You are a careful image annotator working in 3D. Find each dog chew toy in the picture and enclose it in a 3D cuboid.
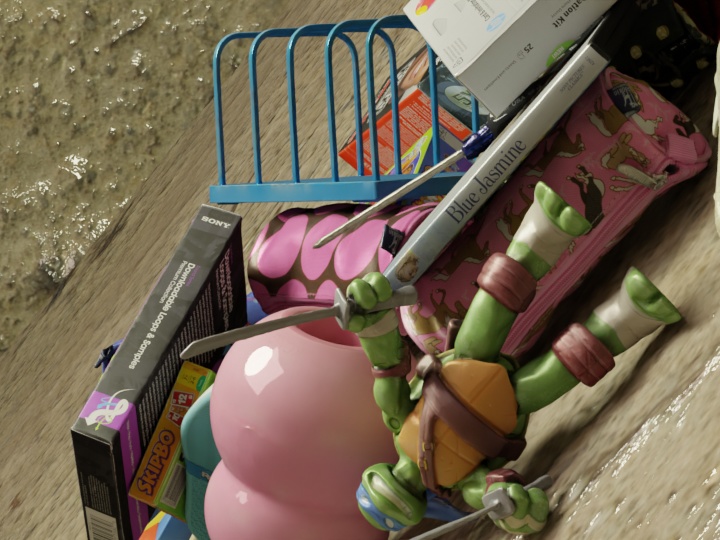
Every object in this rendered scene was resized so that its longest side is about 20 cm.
[{"bbox_3d":[-0.032,0.125,1.447,0.125,0.124,0.201,-90,11,-72],"label":"dog chew toy"}]

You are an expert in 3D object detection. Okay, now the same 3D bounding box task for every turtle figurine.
[{"bbox_3d":[0.057,0.054,1.296,0.194,0.200,0.144,-47,46,4],"label":"turtle figurine"}]

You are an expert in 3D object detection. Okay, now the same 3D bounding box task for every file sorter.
[{"bbox_3d":[0.003,-0.110,1.779,0.199,0.138,0.124,2,96,54],"label":"file sorter"}]

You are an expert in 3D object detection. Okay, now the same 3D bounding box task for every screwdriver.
[{"bbox_3d":[0.052,-0.060,1.566,0.200,0.029,0.028,-37,-17,18],"label":"screwdriver"}]

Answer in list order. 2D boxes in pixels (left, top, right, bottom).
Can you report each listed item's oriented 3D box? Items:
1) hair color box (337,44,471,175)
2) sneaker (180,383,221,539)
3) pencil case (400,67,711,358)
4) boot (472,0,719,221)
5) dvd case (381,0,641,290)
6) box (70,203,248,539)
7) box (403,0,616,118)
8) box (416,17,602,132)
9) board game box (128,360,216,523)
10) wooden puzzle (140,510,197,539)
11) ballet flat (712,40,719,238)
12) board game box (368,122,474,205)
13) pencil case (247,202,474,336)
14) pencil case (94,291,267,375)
[{"bbox_3d":[0.069,-0.146,2.073,0.200,0.061,0.102,-36,19,54],"label":"hair color box"},{"bbox_3d":[-0.058,0.093,1.687,0.131,0.079,0.200,-57,-9,-34],"label":"sneaker"},{"bbox_3d":[0.109,-0.022,1.471,0.200,0.083,0.086,-48,-9,20],"label":"pencil case"},{"bbox_3d":[0.147,-0.096,1.573,0.154,0.073,0.204,-41,17,36],"label":"boot"},{"bbox_3d":[0.083,-0.068,1.468,0.200,0.018,0.143,-49,2,21],"label":"dvd case"},{"bbox_3d":[-0.131,0.074,1.720,0.143,0.036,0.201,90,-156,-52],"label":"box"},{"bbox_3d":[0.121,-0.192,1.507,0.200,0.041,0.156,-43,22,6],"label":"box"},{"bbox_3d":[0.150,-0.199,1.844,0.200,0.086,0.164,-35,21,57],"label":"box"},{"bbox_3d":[-0.105,0.126,1.760,0.096,0.030,0.200,-67,-17,-8],"label":"board game box"},{"bbox_3d":[-0.149,0.190,1.952,0.200,0.046,0.186,-41,16,46],"label":"wooden puzzle"},{"bbox_3d":[0.200,-0.072,1.303,0.063,0.067,0.200,-57,7,30],"label":"ballet flat"},{"bbox_3d":[0.014,-0.007,1.904,0.134,0.045,0.200,-45,14,34],"label":"board game box"},{"bbox_3d":[0.000,0.000,1.713,0.200,0.091,0.094,-1,54,60],"label":"pencil case"},{"bbox_3d":[-0.111,0.068,1.903,0.087,0.078,0.200,-22,0,35],"label":"pencil case"}]
